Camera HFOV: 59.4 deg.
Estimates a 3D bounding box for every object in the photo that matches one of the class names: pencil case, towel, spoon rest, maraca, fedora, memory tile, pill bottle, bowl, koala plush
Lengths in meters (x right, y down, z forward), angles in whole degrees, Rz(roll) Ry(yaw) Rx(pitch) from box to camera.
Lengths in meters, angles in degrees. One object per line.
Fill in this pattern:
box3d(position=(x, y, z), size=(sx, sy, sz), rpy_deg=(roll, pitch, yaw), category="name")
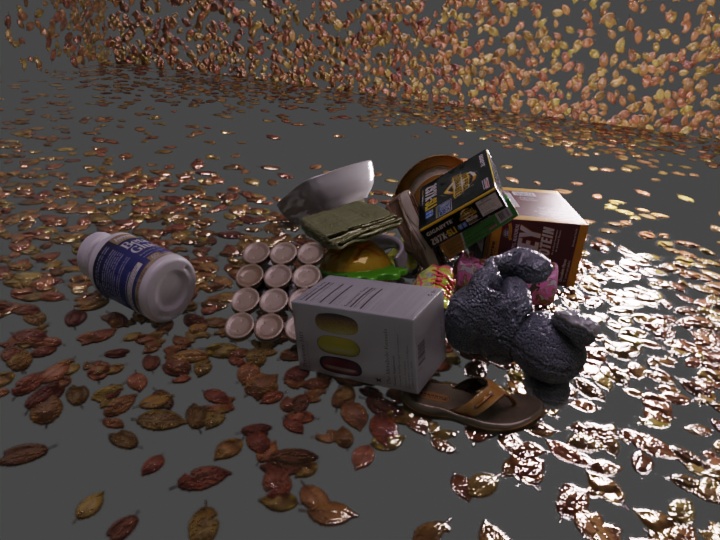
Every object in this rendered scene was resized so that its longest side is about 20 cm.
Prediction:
box3d(position=(0.270, 0.015, 1.179), size=(0.195, 0.089, 0.083), rpy_deg=(8, -6, 7), category="pencil case")
box3d(position=(-0.023, -0.083, 1.139), size=(0.145, 0.037, 0.200), rpy_deg=(-18, 20, -18), category="towel")
box3d(position=(0.016, -0.046, 1.231), size=(0.197, 0.101, 0.061), rpy_deg=(18, 52, 40), category="spoon rest")
box3d(position=(0.000, 0.000, 1.109), size=(0.134, 0.110, 0.199), rpy_deg=(-12, 13, -23), category="maraca")
box3d(position=(0.169, -0.149, 1.379), size=(0.195, 0.204, 0.083), rpy_deg=(0, 37, -10), category="fedora")
box3d(position=(-0.138, 0.033, 1.038), size=(0.149, 0.017, 0.203), rpy_deg=(0, 51, 7), category="memory tile")
box3d(position=(-0.379, 0.002, 1.051), size=(0.197, 0.114, 0.110), rpy_deg=(20, 29, 29), category="pill bottle")
box3d(position=(-0.070, -0.165, 1.415), size=(0.197, 0.076, 0.199), rpy_deg=(-24, 1, -32), category="bowl")
box3d(position=(0.239, 0.092, 0.912), size=(0.181, 0.180, 0.199), rpy_deg=(-11, 39, -44), category="koala plush")

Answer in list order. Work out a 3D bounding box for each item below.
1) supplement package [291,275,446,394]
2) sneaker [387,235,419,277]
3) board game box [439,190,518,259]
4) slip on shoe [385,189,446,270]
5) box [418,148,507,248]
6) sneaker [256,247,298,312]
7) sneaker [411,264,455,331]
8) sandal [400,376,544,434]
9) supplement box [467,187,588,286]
box3d(position=(0.013, 0.087, 0.914), size=(0.196, 0.116, 0.109), rpy_deg=(6, 23, 29), category="supplement package")
box3d(position=(0.099, -0.050, 1.288), size=(0.074, 0.078, 0.200), rpy_deg=(14, 29, 15), category="sneaker")
box3d(position=(0.211, -0.116, 1.232), size=(0.151, 0.041, 0.201), rpy_deg=(-33, 22, 12), category="board game box")
box3d(position=(0.109, -0.052, 1.213), size=(0.060, 0.203, 0.076), rpy_deg=(-26, -5, 19), category="slip on shoe")
box3d(position=(0.188, -0.139, 1.192), size=(0.158, 0.050, 0.201), rpy_deg=(-31, 23, 22), category="box")
box3d(position=(-0.163, 0.009, 1.128), size=(0.088, 0.068, 0.201), rpy_deg=(0, 28, -16), category="sneaker")
box3d(position=(0.122, 0.032, 1.038), size=(0.078, 0.091, 0.200), rpy_deg=(35, 6, -10), category="sneaker")
box3d(position=(0.153, 0.172, 0.859), size=(0.195, 0.055, 0.081), rpy_deg=(9, 25, 10), category="sandal")
box3d(position=(0.337, -0.076, 1.317), size=(0.192, 0.136, 0.201), rpy_deg=(4, 25, -3), category="supplement box")
